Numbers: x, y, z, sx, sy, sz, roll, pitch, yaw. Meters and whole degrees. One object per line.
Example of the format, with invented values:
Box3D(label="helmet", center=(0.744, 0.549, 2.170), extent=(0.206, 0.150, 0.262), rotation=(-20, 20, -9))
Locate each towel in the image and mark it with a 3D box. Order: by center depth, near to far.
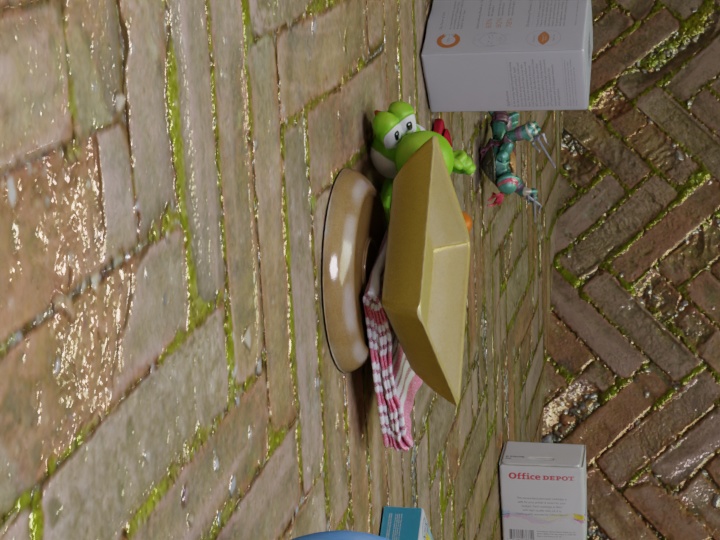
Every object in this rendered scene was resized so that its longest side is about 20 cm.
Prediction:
Box3D(label="towel", center=(0.039, 0.063, 1.483), extent=(0.147, 0.030, 0.201), rotation=(-72, 158, -54))

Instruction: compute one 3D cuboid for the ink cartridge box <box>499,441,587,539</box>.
Box3D(label="ink cartridge box", center=(0.320, 0.404, 2.555), extent=(0.088, 0.145, 0.201), rotation=(-63, 151, -63))

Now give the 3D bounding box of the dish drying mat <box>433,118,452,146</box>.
Box3D(label="dish drying mat", center=(0.096, -0.090, 1.858), extent=(0.077, 0.018, 0.201), rotation=(72, 23, -56))

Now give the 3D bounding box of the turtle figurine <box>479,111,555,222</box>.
Box3D(label="turtle figurine", center=(0.232, -0.179, 2.265), extent=(0.150, 0.100, 0.201), rotation=(97, -13, -53))

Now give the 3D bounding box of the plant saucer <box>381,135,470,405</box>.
Box3D(label="plant saucer", center=(0.064, 0.004, 1.446), extent=(0.200, 0.048, 0.201), rotation=(64, 28, -56))

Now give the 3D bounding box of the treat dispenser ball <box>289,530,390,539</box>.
Box3D(label="treat dispenser ball", center=(-0.014, 0.280, 1.002), extent=(0.201, 0.200, 0.202), rotation=(1, 90, -77))

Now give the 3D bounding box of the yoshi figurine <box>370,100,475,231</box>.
Box3D(label="yoshi figurine", center=(0.064, -0.086, 1.537), extent=(0.200, 0.112, 0.113), rotation=(69, 31, -50))

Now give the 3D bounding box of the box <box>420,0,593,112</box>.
Box3D(label="box", center=(0.186, -0.274, 1.837), extent=(0.098, 0.199, 0.125), rotation=(77, 20, -46))

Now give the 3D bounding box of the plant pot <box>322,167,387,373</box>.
Box3D(label="plant pot", center=(0.000, 0.000, 1.434), extent=(0.200, 0.027, 0.201), rotation=(1, 90, -76))

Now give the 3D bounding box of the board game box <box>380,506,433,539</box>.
Box3D(label="board game box", center=(0.055, 0.376, 1.639), extent=(0.200, 0.047, 0.151), rotation=(72, 23, -53))
